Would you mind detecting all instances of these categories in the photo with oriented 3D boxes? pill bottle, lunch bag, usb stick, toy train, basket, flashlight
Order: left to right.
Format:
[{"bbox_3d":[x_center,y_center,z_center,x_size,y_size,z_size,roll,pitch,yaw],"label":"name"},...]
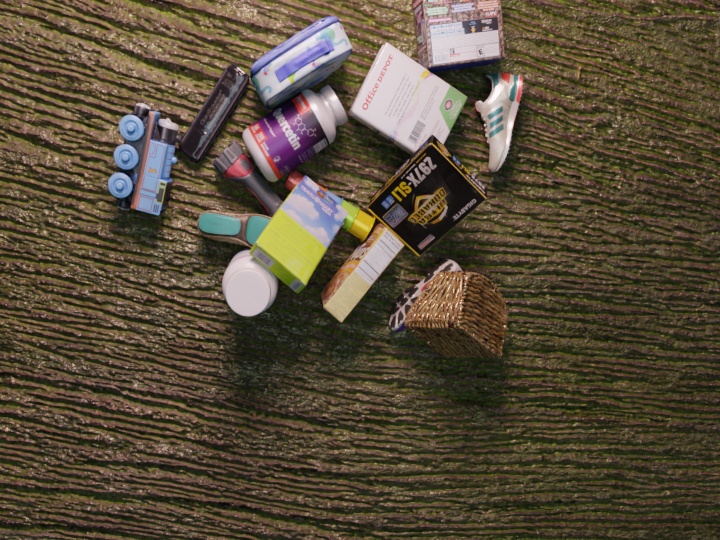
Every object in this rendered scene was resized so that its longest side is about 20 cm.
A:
[{"bbox_3d":[-0.412,-0.210,1.120,0.110,0.087,0.207,13,100,-16],"label":"toy train"},{"bbox_3d":[-0.288,-0.308,1.144,0.055,0.033,0.203,33,95,-4],"label":"usb stick"},{"bbox_3d":[-0.211,0.021,1.128,0.104,0.200,0.113,-1,102,-7],"label":"pill bottle"},{"bbox_3d":[-0.210,-0.160,1.169,0.067,0.068,0.201,-37,109,9],"label":"flashlight"},{"bbox_3d":[-0.125,-0.271,1.132,0.197,0.113,0.114,-34,103,0],"label":"pill bottle"},{"bbox_3d":[-0.112,-0.387,1.088,0.196,0.161,0.084,-32,103,0],"label":"lunch bag"},{"bbox_3d":[0.205,0.087,1.227,0.198,0.146,0.147,34,62,-40],"label":"basket"}]

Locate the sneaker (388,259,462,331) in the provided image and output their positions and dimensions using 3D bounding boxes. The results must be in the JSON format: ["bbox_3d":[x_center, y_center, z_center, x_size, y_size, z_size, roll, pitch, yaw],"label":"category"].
[{"bbox_3d":[0.147,0.069,1.252,0.198,0.081,0.084,-39,114,3],"label":"sneaker"}]

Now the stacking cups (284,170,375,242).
[{"bbox_3d":[-0.064,-0.134,1.191,0.196,0.061,0.062,31,95,-12],"label":"stacking cups"}]

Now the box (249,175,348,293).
[{"bbox_3d":[-0.114,-0.073,1.112,0.121,0.047,0.203,39,51,-12],"label":"box"}]

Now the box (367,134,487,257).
[{"bbox_3d":[0.132,-0.145,1.173,0.159,0.050,0.199,41,125,-12],"label":"box"}]

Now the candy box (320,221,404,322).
[{"bbox_3d":[0.000,0.000,1.196,0.055,0.116,0.202,38,94,-13],"label":"candy box"}]

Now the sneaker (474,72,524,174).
[{"bbox_3d":[0.277,-0.310,1.212,0.090,0.070,0.207,13,101,8],"label":"sneaker"}]

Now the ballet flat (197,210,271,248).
[{"bbox_3d":[-0.228,-0.081,1.170,0.193,0.065,0.073,15,87,2],"label":"ballet flat"}]

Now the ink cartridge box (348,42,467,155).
[{"bbox_3d":[0.091,-0.330,1.165,0.196,0.084,0.148,28,96,-12],"label":"ink cartridge box"}]

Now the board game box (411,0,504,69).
[{"bbox_3d":[0.187,-0.506,1.139,0.153,0.097,0.208,-8,101,-6],"label":"board game box"}]
